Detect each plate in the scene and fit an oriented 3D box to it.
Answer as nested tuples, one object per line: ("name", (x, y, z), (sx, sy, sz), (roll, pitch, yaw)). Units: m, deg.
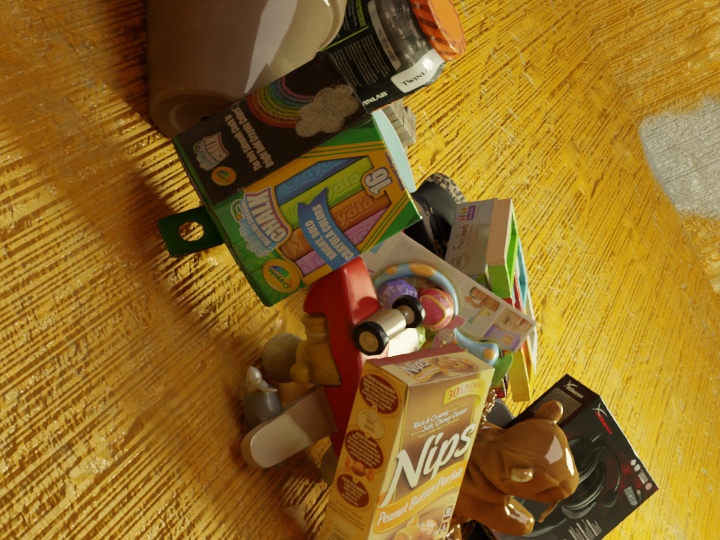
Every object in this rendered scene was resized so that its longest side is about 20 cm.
("plate", (0.018, -0.094, 1.847), (0.200, 0.025, 0.201), (-14, 90, -69))

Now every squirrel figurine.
("squirrel figurine", (0.107, 0.169, 1.558), (0.200, 0.186, 0.142), (47, 58, -14))

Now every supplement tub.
("supplement tub", (0.003, -0.230, 1.733), (0.123, 0.199, 0.123), (49, 27, -37))

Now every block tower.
("block tower", (-0.002, -0.218, 1.913), (0.200, 0.054, 0.058), (52, 24, -34))

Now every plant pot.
("plant pot", (-0.120, -0.204, 1.474), (0.200, 0.199, 0.176), (42, 51, -47))

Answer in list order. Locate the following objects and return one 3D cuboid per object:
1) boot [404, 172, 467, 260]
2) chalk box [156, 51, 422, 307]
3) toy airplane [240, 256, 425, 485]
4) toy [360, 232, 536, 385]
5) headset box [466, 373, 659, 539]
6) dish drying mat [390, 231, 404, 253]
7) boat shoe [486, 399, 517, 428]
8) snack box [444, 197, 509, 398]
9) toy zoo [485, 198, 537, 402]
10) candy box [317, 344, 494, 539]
("boot", (0.086, -0.005, 1.836), (0.201, 0.073, 0.151), (70, 25, -14))
("chalk box", (-0.073, -0.065, 1.380), (0.124, 0.199, 0.125), (61, -1, -39))
("toy airplane", (-0.025, 0.102, 1.447), (0.200, 0.140, 0.200), (-65, 152, -13))
("toy", (0.064, 0.050, 1.599), (0.199, 0.115, 0.047), (32, 15, -17))
("headset box", (0.197, 0.235, 1.757), (0.149, 0.200, 0.077), (55, -10, -26))
("dish drying mat", (0.021, -0.066, 1.694), (0.077, 0.018, 0.201), (53, 10, -43))
("boat shoe", (0.146, 0.187, 1.828), (0.202, 0.074, 0.086), (59, 4, -39))
("snack box", (0.127, 0.027, 1.733), (0.200, 0.053, 0.143), (-72, 152, -63))
("toy zoo", (0.160, 0.043, 1.699), (0.131, 0.020, 0.201), (-73, 153, -61))
("candy box", (0.035, 0.168, 1.393), (0.055, 0.201, 0.115), (30, 24, 36))
